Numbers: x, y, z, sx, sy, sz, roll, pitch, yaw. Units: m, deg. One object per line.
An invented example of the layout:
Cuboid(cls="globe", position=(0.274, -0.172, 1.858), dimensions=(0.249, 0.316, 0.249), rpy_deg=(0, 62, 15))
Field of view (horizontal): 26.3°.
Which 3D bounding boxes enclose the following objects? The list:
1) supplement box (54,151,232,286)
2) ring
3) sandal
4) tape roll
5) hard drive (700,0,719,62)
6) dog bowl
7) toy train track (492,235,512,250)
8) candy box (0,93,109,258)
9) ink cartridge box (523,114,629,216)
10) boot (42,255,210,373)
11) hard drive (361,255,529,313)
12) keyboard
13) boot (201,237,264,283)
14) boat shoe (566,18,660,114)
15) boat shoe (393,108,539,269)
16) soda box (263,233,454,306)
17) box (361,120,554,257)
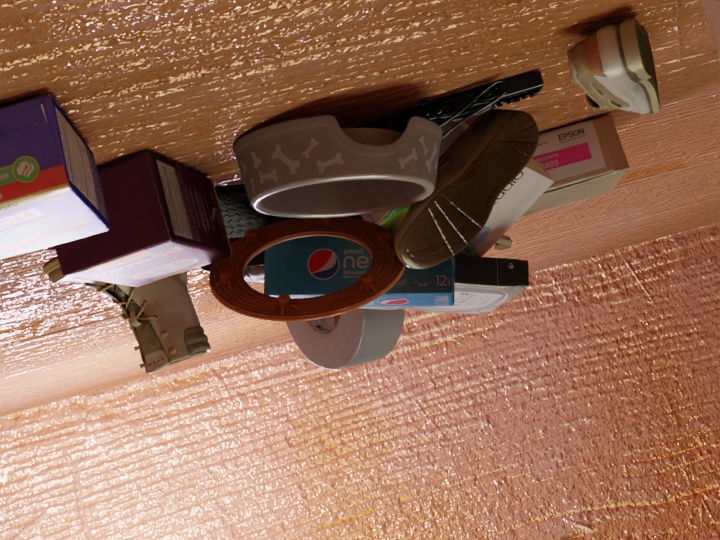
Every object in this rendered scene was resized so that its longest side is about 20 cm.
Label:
Cuboid(cls="supplement box", position=(-0.207, -0.044, 1.455), dimensions=(0.110, 0.086, 0.200), rpy_deg=(-17, 173, 10))
Cuboid(cls="ring", position=(-0.053, -0.010, 1.533), dimensions=(0.199, 0.019, 0.201), rpy_deg=(-5, -151, 3))
Cuboid(cls="sandal", position=(-0.076, -0.076, 1.636), dimensions=(0.199, 0.048, 0.076), rpy_deg=(-1, 128, -13))
Cuboid(cls="tape roll", position=(-0.028, 0.022, 1.938), dimensions=(0.066, 0.201, 0.200), rpy_deg=(-11, 172, -32))
Cuboid(cls="hard drive", position=(0.316, -0.226, 1.011), dimensions=(0.199, 0.133, 0.026), rpy_deg=(-19, 173, 22))
Cuboid(cls="dog bowl", position=(-0.019, -0.095, 1.453), dimensions=(0.199, 0.059, 0.200), rpy_deg=(-5, 172, -1))
Cuboid(cls="toy train track", position=(0.099, -0.048, 2.006), dimensions=(0.199, 0.033, 0.115), rpy_deg=(12, -165, -12))
Cuboid(cls="candy box", position=(-0.292, -0.057, 1.178), dimensions=(0.168, 0.077, 0.200), rpy_deg=(-16, 172, -2))
Cuboid(cls="ink cartridge box", position=(0.222, -0.119, 1.923), dimensions=(0.199, 0.075, 0.165), rpy_deg=(-15, 172, 0))
Cuboid(cls="boot", position=(-0.256, 0.040, 1.727), dimensions=(0.072, 0.155, 0.200), rpy_deg=(-21, 172, 37))
Cuboid(cls="hard drive", position=(0.075, 0.015, 1.753), dimensions=(0.199, 0.038, 0.140), rpy_deg=(5, 164, -16))
Cuboid(cls="keyboard", position=(0.086, -0.147, 1.523), dimensions=(0.199, 0.040, 0.104), rpy_deg=(-18, 174, 3))
Cuboid(cls="boot", position=(-0.091, -0.014, 1.854), dimensions=(0.185, 0.065, 0.200), rpy_deg=(0, 173, 8))
Cuboid(cls="boat shoe", position=(0.239, -0.188, 1.445), dimensions=(0.068, 0.075, 0.200), rpy_deg=(-12, 168, 16))
Cuboid(cls="boat shoe", position=(0.097, -0.082, 1.540), dimensions=(0.200, 0.071, 0.064), rpy_deg=(-47, -143, -17))
Cuboid(cls="soda box", position=(0.000, 0.000, 1.628), dimensions=(0.199, 0.068, 0.064), rpy_deg=(0, 166, 3))
Cuboid(cls="box", position=(0.107, -0.081, 1.671), dimensions=(0.144, 0.036, 0.200), rpy_deg=(-47, 145, 18))
